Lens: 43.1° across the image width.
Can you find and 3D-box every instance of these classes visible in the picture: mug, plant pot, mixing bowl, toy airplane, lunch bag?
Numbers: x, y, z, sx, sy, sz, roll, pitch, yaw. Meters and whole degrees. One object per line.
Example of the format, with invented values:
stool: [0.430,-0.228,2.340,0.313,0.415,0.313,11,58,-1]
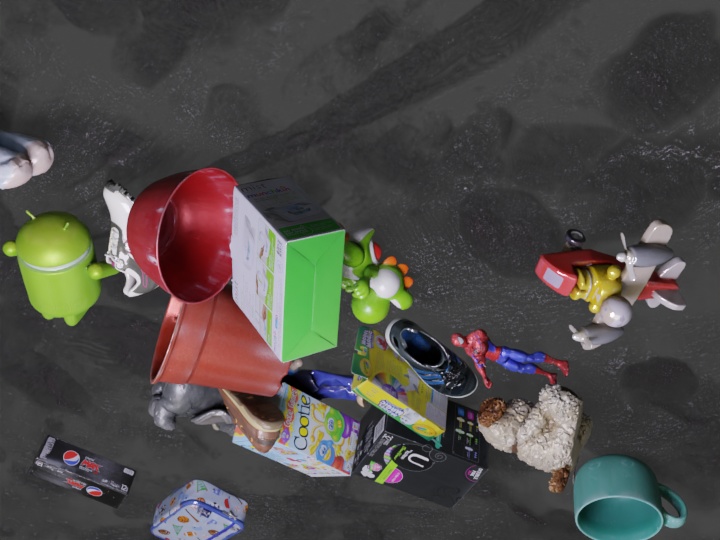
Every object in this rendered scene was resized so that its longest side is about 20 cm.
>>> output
mug: [0.476,0.413,1.655,0.185,0.115,0.152,32,129,-19]
plant pot: [-0.213,0.109,1.463,0.195,0.201,0.201,17,133,-16]
mixing bowl: [-0.268,-0.059,1.329,0.108,0.200,0.200,12,137,28]
toy airplane: [0.374,0.030,1.308,0.199,0.141,0.200,-20,125,25]
lunch bag: [-0.337,0.526,1.935,0.160,0.076,0.200,36,129,-24]

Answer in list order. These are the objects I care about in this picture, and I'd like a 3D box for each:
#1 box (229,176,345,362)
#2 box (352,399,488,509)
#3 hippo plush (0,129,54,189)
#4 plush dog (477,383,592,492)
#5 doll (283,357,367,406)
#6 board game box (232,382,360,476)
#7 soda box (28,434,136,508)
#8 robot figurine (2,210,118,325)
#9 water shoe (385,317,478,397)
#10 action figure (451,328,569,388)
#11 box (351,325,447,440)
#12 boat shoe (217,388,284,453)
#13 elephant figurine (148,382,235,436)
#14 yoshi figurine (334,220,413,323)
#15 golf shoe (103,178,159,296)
box: [-0.110,-0.004,1.307,0.096,0.176,0.200,-13,125,-27]
box: [0.110,0.309,1.620,0.200,0.125,0.149,22,132,-11]
hippo plush: [-0.535,-0.205,1.288,0.200,0.159,0.161,21,129,52]
plush dog: [0.279,0.272,1.525,0.171,0.161,0.200,14,163,27]
doll: [-0.091,0.199,1.608,0.199,0.049,0.137,0,142,18]
board game box: [-0.109,0.284,1.606,0.105,0.103,0.200,-12,146,40]
soda box: [-0.573,0.417,1.883,0.200,0.063,0.071,27,132,-13]
robot figurine: [-0.477,-0.008,1.444,0.175,0.116,0.200,15,134,13]
water shoe: [0.123,0.155,1.495,0.200,0.079,0.072,37,88,-21]
action figure: [0.238,0.158,1.483,0.200,0.099,0.065,22,132,-6]
box: [0.059,0.186,1.523,0.200,0.118,0.048,38,127,-22]
boat shoe: [-0.192,0.230,1.508,0.072,0.200,0.068,3,111,-32]
elephant figurine: [-0.265,0.229,1.633,0.200,0.155,0.142,19,90,-21]
yoshi figurine: [-0.008,0.013,1.391,0.112,0.113,0.200,-26,125,38]
golf shoe: [-0.352,-0.045,1.394,0.077,0.088,0.200,31,149,46]
